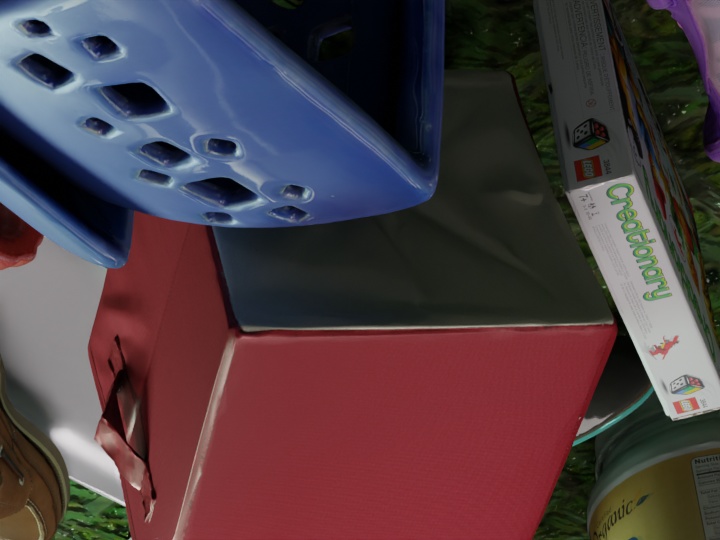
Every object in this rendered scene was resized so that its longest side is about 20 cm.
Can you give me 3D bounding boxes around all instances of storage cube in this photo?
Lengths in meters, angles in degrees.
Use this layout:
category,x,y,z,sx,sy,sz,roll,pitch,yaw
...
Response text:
category,x,y,z,sx,sy,sz,roll,pitch,yaw
storage cube,-0.012,0.030,1.296,0.199,0.171,0.180,0,134,-19

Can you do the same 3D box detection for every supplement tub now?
category,x,y,z,sx,sy,sz,roll,pitch,yaw
supplement tub,0.203,0.172,1.599,0.144,0.200,0.145,-4,143,-3

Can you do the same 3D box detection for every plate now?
category,x,y,z,sx,sy,sz,roll,pitch,yaw
plate,-0.132,0.046,1.479,0.200,0.032,0.199,30,143,-26

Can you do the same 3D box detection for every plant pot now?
category,x,y,z,sx,sy,sz,roll,pitch,yaw
plant pot,-0.090,-0.126,1.163,0.179,0.200,0.200,-18,144,27

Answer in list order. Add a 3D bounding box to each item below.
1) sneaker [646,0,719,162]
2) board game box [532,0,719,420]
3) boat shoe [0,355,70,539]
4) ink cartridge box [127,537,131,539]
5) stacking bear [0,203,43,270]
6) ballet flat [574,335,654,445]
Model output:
category,x,y,z,sx,sy,sz,roll,pitch,yaw
sneaker,0.164,-0.128,1.301,0.088,0.081,0.200,2,138,0
board game box,0.129,-0.034,1.372,0.035,0.126,0.200,-15,143,12
boat shoe,-0.205,0.099,1.491,0.072,0.068,0.200,1,146,17
ink cartridge box,-0.026,0.190,1.658,0.199,0.084,0.146,7,159,-18
stacking bear,-0.242,-0.037,1.331,0.200,0.122,0.114,-25,126,37
ballet flat,0.062,0.075,1.562,0.200,0.068,0.068,-26,131,24
